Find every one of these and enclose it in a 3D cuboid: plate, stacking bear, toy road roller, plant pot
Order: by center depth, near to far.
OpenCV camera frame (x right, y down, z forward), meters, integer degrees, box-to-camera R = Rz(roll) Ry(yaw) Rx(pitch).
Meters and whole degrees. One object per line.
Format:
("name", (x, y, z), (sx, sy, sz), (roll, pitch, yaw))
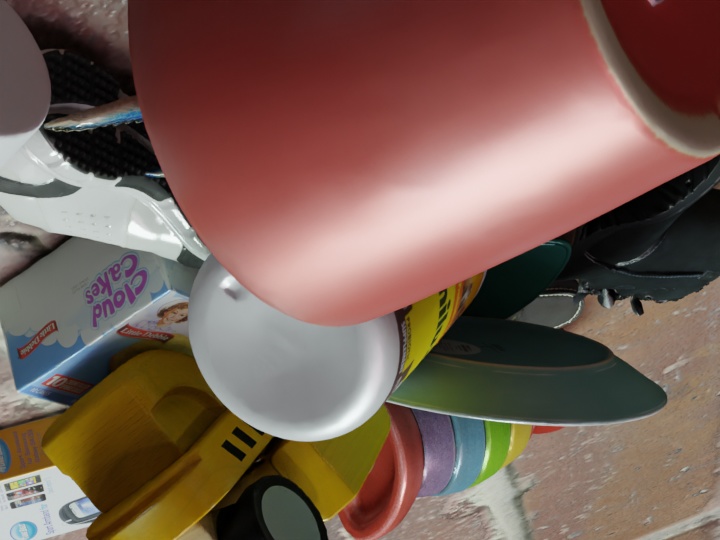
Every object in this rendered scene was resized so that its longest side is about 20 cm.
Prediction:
("plant pot", (0.040, -0.092, 0.623), (0.177, 0.202, 0.200), (-13, 162, 38))
("toy road roller", (-0.085, 0.104, 0.918), (0.123, 0.146, 0.200), (-36, -174, 28))
("plate", (0.076, 0.051, 0.929), (0.199, 0.026, 0.200), (6, -170, -1))
("stacking bear", (0.076, 0.096, 1.153), (0.199, 0.122, 0.114), (-16, 169, -33))

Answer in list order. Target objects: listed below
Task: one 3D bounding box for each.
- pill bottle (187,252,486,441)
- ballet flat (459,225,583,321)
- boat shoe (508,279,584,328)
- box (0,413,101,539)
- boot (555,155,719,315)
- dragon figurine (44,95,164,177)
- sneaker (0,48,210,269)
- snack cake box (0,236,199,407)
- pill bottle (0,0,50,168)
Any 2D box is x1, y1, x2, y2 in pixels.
("pill bottle", (0.000, 0.000, 0.843), (0.109, 0.109, 0.200), (-38, -177, 30))
("ballet flat", (0.100, -0.039, 0.944), (0.068, 0.069, 0.200), (7, 151, -16))
("boat shoe", (0.066, 0.040, 1.075), (0.200, 0.066, 0.072), (-5, 138, -28))
("box", (-0.179, 0.132, 1.107), (0.199, 0.042, 0.119), (-12, 152, -12))
("boot", (0.196, -0.039, 1.025), (0.162, 0.074, 0.198), (8, 148, -40))
("dragon figurine", (-0.060, -0.064, 0.738), (0.200, 0.059, 0.100), (-44, 148, -51))
("sneaker", (-0.124, -0.048, 0.801), (0.080, 0.074, 0.200), (-15, 154, 26))
("snack cake box", (-0.099, 0.035, 0.952), (0.115, 0.068, 0.200), (-31, 151, 22))
("pill bottle", (-0.225, -0.037, 0.681), (0.200, 0.114, 0.113), (-37, 149, 29))
